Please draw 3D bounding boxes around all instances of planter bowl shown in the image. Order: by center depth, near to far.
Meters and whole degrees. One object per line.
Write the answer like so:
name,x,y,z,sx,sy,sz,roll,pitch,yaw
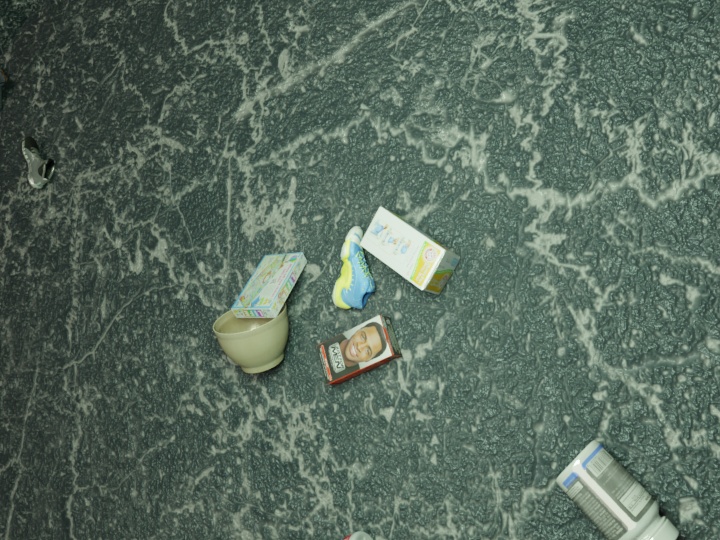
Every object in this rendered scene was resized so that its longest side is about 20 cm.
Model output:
planter bowl,-0.269,0.178,1.530,0.195,0.200,0.139,-4,111,30

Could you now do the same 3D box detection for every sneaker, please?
sneaker,0.000,0.000,1.453,0.102,0.075,0.207,16,99,19
sneaker,-1.212,-0.423,2.243,0.112,0.075,0.207,-16,85,23

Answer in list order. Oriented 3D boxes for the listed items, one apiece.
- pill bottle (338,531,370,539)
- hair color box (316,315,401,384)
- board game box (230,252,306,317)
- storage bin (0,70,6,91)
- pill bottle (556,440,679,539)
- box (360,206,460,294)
pill bottle,-0.058,0.696,1.362,0.197,0.119,0.122,-32,69,23
hair color box,-0.006,0.194,1.429,0.196,0.061,0.104,-28,69,24
board game box,-0.235,0.037,1.534,0.131,0.035,0.203,-3,42,31
storage bin,-1.564,-0.775,2.471,0.200,0.143,0.137,46,134,26
pill bottle,0.468,0.427,1.081,0.115,0.113,0.200,-50,62,15
box,0.114,-0.045,1.356,0.198,0.112,0.103,37,101,29
